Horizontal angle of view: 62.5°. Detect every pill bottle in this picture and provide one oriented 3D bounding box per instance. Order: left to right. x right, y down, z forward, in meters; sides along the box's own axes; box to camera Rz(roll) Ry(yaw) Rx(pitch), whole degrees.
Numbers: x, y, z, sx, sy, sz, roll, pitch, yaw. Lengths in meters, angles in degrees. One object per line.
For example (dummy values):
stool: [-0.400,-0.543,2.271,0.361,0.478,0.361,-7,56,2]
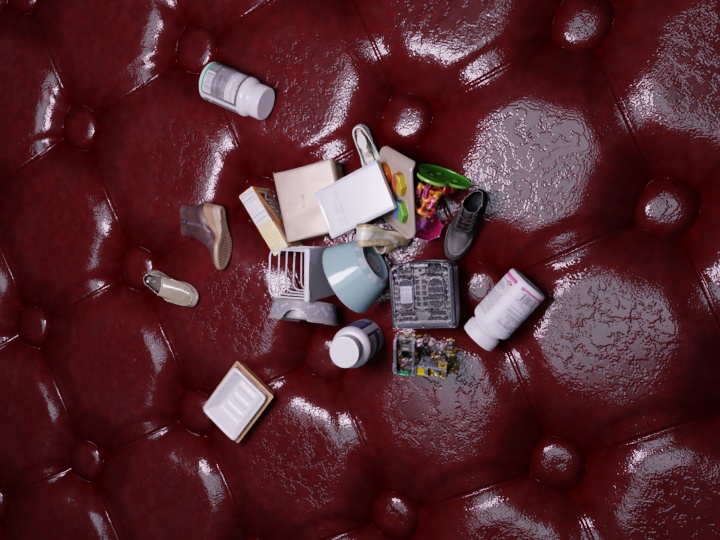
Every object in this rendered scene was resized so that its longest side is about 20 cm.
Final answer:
pill bottle: [-0.355,-0.515,1.711,0.198,0.113,0.114,26,102,13]
pill bottle: [-0.013,0.202,1.618,0.109,0.200,0.113,1,95,17]
pill bottle: [0.368,0.104,1.535,0.113,0.113,0.201,43,105,10]

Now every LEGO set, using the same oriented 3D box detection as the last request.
LEGO set: [0.170,0.204,1.586,0.197,0.154,0.117,9,115,24]

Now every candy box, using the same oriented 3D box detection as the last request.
candy box: [-0.256,-0.143,1.710,0.055,0.115,0.201,-34,84,16]

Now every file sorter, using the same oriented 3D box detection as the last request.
file sorter: [-0.154,0.002,1.649,0.123,0.200,0.141,4,96,21]

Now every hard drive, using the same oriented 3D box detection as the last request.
hard drive: [-0.015,-0.184,1.557,0.198,0.025,0.134,-24,85,25]

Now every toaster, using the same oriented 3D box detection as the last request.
toaster: [0.170,0.054,1.590,0.178,0.119,0.203,-4,94,17]

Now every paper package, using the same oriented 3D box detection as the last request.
paper package: [-0.129,-0.196,1.672,0.188,0.103,0.203,-12,90,18]

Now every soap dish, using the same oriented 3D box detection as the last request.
soap dish: [-0.367,0.398,1.809,0.157,0.081,0.201,41,105,10]

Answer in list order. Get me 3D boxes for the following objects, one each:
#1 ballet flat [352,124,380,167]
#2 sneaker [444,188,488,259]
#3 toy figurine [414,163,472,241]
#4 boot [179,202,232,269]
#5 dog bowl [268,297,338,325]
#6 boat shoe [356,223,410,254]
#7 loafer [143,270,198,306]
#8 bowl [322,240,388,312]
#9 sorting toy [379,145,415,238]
ballet flat: [0.026,-0.309,1.633,0.069,0.069,0.202,-25,87,18]
sneaker: [0.267,-0.122,1.551,0.074,0.106,0.202,24,101,14]
toy figurine: [0.181,-0.161,1.547,0.149,0.199,0.186,28,115,21]
boot: [-0.479,-0.106,1.822,0.164,0.072,0.203,2,97,29]
dog bowl: [-0.158,0.116,1.665,0.197,0.200,0.060,4,83,17]
boat shoe: [0.058,-0.077,1.579,0.073,0.198,0.067,7,87,45]
loafer: [-0.601,0.061,1.861,0.198,0.068,0.077,22,101,15]
bowl: [0.000,0.000,1.590,0.104,0.200,0.202,-32,85,25]
sorting toy: [0.090,-0.205,1.546,0.036,0.185,0.203,-11,118,-20]
